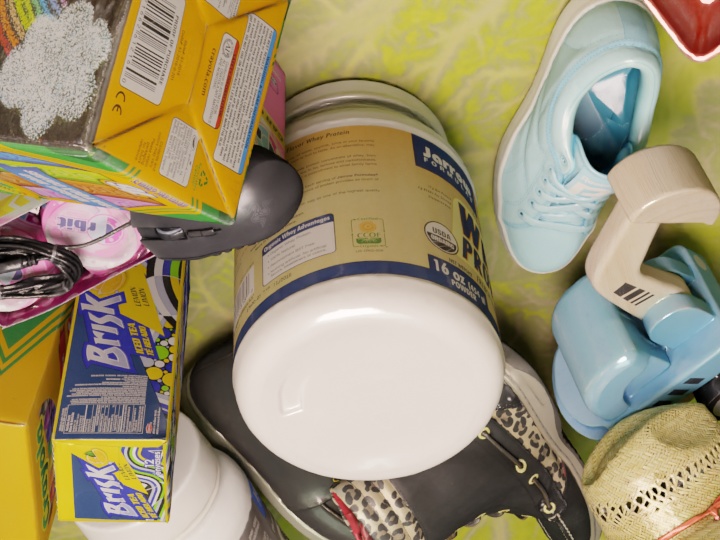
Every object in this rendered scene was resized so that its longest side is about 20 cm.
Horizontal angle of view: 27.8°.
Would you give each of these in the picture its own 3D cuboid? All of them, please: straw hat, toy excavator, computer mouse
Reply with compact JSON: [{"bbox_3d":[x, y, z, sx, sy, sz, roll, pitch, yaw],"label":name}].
[{"bbox_3d":[0.182,0.127,0.865,0.201,0.201,0.085,-32,89,22],"label":"straw hat"},{"bbox_3d":[0.169,0.024,0.875,0.200,0.100,0.194,18,130,-43],"label":"toy excavator"},{"bbox_3d":[-0.124,-0.017,0.758,0.199,0.034,0.059,-18,130,13],"label":"computer mouse"}]

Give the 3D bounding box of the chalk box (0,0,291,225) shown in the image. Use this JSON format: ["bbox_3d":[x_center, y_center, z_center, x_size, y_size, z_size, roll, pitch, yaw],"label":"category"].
[{"bbox_3d":[-0.158,-0.106,0.708,0.199,0.125,0.124,10,171,29],"label":"chalk box"}]

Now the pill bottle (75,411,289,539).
[{"bbox_3d":[-0.109,0.187,0.964,0.113,0.114,0.200,-16,132,11],"label":"pill bottle"}]

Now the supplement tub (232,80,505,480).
[{"bbox_3d":[0.000,0.000,0.818,0.144,0.200,0.145,-2,133,-2],"label":"supplement tub"}]

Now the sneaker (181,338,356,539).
[{"bbox_3d":[-0.019,0.114,0.960,0.200,0.075,0.106,38,138,-11],"label":"sneaker"}]

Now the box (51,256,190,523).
[{"bbox_3d":[-0.137,0.050,0.856,0.064,0.200,0.070,3,130,-4],"label":"box"}]

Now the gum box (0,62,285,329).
[{"bbox_3d":[-0.142,-0.058,0.820,0.199,0.114,0.066,-25,128,18],"label":"gum box"}]

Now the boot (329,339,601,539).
[{"bbox_3d":[0.073,0.155,0.968,0.154,0.073,0.204,-40,130,-14],"label":"boot"}]

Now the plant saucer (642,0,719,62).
[{"bbox_3d":[0.183,-0.236,0.696,0.199,0.037,0.200,-36,101,25],"label":"plant saucer"}]

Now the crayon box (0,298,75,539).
[{"bbox_3d":[-0.206,0.086,0.882,0.051,0.200,0.127,6,131,0],"label":"crayon box"}]

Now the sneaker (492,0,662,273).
[{"bbox_3d":[0.124,-0.064,0.848,0.074,0.082,0.201,4,130,-5],"label":"sneaker"}]
